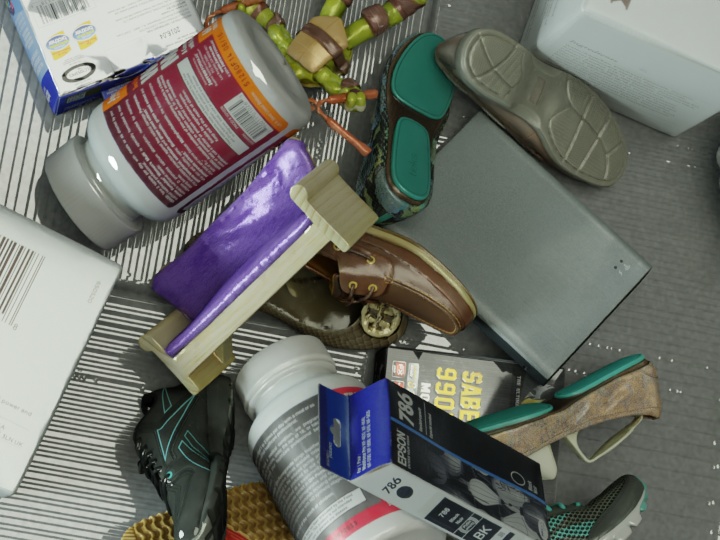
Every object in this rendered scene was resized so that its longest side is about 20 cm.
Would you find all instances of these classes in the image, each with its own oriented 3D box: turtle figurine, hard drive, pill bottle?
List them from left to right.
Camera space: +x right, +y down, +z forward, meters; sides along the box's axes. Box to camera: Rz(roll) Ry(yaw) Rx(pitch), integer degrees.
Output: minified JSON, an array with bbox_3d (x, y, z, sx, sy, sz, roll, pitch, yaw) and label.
[{"bbox_3d":[-0.146,-0.109,1.684,0.199,0.110,0.110,-34,91,11],"label":"pill bottle"},{"bbox_3d":[-0.023,0.153,1.680,0.110,0.111,0.201,-23,60,-14],"label":"pill bottle"},{"bbox_3d":[-0.021,-0.187,1.765,0.161,0.064,0.200,-45,63,-10],"label":"turtle figurine"},{"bbox_3d":[0.126,-0.020,1.778,0.200,0.033,0.140,42,70,8],"label":"hard drive"}]

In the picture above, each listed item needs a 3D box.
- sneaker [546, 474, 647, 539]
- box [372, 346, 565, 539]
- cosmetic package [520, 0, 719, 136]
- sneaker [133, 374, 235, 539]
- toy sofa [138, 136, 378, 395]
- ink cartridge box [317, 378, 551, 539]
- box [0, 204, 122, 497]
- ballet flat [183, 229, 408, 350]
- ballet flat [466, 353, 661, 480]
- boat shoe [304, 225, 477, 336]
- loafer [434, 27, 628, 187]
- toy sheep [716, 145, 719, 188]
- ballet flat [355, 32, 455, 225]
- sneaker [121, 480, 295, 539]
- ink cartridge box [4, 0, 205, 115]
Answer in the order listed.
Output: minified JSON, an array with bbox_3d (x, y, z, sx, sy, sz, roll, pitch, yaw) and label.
[{"bbox_3d":[0.144,0.215,1.709,0.199,0.078,0.091,-35,88,-17],"label":"sneaker"},{"bbox_3d":[0.083,0.172,1.760,0.157,0.048,0.202,8,81,-11],"label":"box"},{"bbox_3d":[0.252,-0.234,1.774,0.164,0.200,0.166,22,79,-9],"label":"cosmetic package"},{"bbox_3d":[-0.140,0.158,1.662,0.079,0.200,0.076,2,123,-2],"label":"sneaker"},{"bbox_3d":[-0.090,-0.005,1.661,0.098,0.083,0.200,47,115,-1],"label":"toy sofa"},{"bbox_3d":[0.057,0.150,1.628,0.199,0.039,0.100,28,32,-22],"label":"ink cartridge box"},{"bbox_3d":[-0.318,0.047,1.643,0.198,0.131,0.201,26,78,-8],"label":"box"},{"bbox_3d":[-0.052,0.014,1.751,0.199,0.046,0.068,22,79,-9],"label":"ballet flat"},{"bbox_3d":[0.162,0.132,1.727,0.199,0.068,0.068,-21,95,-14],"label":"ballet flat"},{"bbox_3d":[0.000,0.000,1.720,0.199,0.072,0.068,32,65,2],"label":"boat shoe"},{"bbox_3d":[0.146,-0.142,1.805,0.200,0.063,0.072,36,77,-28],"label":"loafer"},{"bbox_3d":[0.370,-0.098,1.819,0.137,0.138,0.201,18,73,-10],"label":"toy sheep"},{"bbox_3d":[0.032,-0.117,1.770,0.074,0.074,0.201,24,47,-9],"label":"ballet flat"},{"bbox_3d":[-0.116,0.232,1.703,0.199,0.090,0.075,-7,46,-34],"label":"sneaker"},{"bbox_3d":[-0.215,-0.218,1.730,0.136,0.076,0.201,-23,87,-14],"label":"ink cartridge box"}]
